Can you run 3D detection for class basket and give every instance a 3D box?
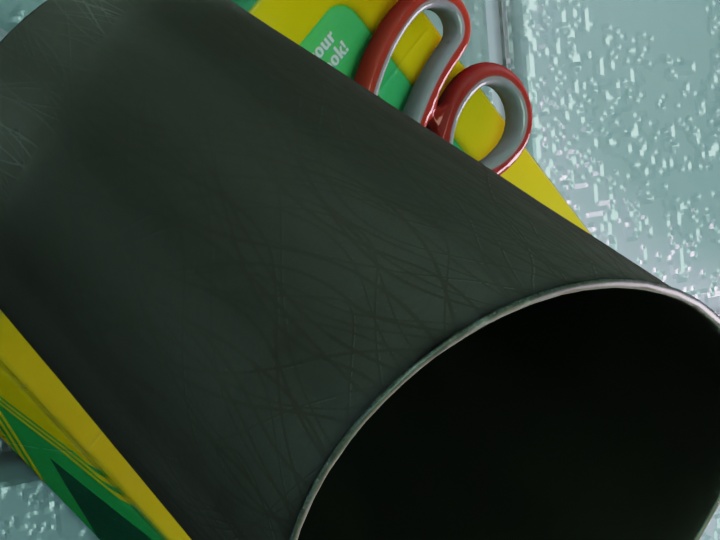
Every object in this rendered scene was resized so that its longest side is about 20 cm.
[{"bbox_3d":[-0.017,0.010,0.712,0.180,0.200,0.136,15,110,-51],"label":"basket"}]

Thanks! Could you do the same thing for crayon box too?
[{"bbox_3d":[-0.029,0.007,0.877,0.173,0.058,0.200,50,64,-25],"label":"crayon box"}]

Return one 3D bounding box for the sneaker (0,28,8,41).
[{"bbox_3d":[-0.167,-0.038,0.759,0.199,0.087,0.075,-21,104,-32],"label":"sneaker"}]

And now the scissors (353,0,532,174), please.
[{"bbox_3d":[0.000,0.000,0.855,0.073,0.014,0.201,38,70,-32],"label":"scissors"}]
